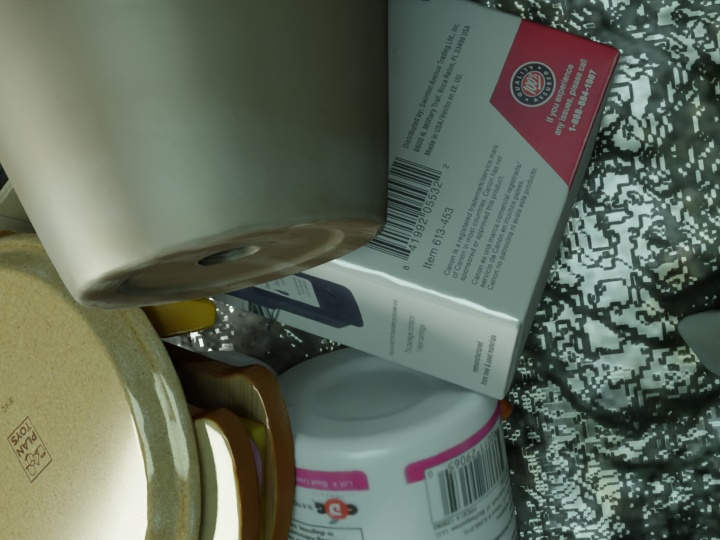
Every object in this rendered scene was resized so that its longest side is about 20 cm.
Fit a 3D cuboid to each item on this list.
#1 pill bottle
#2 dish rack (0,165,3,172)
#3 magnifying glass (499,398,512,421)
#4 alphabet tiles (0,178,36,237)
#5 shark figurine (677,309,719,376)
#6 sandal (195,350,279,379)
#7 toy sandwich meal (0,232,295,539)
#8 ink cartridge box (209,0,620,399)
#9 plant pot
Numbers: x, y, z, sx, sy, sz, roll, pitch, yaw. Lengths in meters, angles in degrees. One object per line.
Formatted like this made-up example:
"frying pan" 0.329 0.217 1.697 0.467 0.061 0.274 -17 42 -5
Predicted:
"pill bottle" 0.020 0.144 0.790 0.113 0.113 0.200 -4 111 13
"dish rack" -0.201 -0.104 0.763 0.153 0.055 0.200 43 76 -14
"magnifying glass" 0.000 0.000 0.817 0.080 0.022 0.200 -41 92 18
"alphabet tiles" -0.180 0.000 0.785 0.200 0.167 0.008 -51 60 15
"shark figurine" 0.260 0.015 0.730 0.214 0.090 0.128 -40 93 19
"sandal" -0.116 0.103 0.842 0.079 0.059 0.207 28 117 -22
"toy sandwich meal" -0.116 0.072 0.749 0.205 0.070 0.206 13 109 40
"ink cartridge box" -0.006 -0.051 0.738 0.200 0.084 0.145 19 65 8
"plant pot" -0.068 -0.084 0.619 0.200 0.200 0.174 -16 82 16
